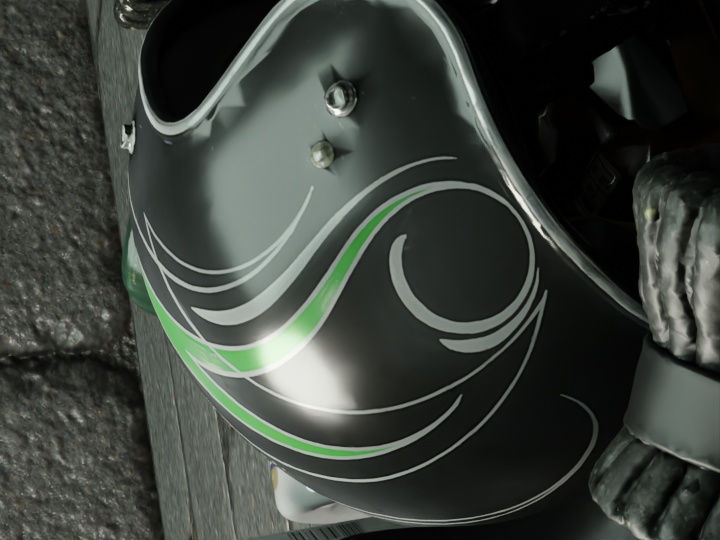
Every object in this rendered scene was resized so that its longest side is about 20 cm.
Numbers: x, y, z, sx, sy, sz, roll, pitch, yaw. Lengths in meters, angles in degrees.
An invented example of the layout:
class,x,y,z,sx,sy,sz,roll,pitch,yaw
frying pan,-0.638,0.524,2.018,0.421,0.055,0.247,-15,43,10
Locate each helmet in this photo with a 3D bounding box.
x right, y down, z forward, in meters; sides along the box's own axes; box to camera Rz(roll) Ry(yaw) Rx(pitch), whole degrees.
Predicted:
class,x,y,z,sx,sy,sz,roll,pitch,yaw
helmet,0.026,-0.019,0.784,0.190,0.199,0.201,-30,63,45

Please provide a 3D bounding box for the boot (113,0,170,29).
class,x,y,z,sx,sy,sz,roll,pitch,yaw
boot,-0.043,-0.119,1.253,0.080,0.157,0.212,-109,16,-49

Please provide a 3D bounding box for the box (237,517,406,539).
class,x,y,z,sx,sy,sz,roll,pitch,yaw
box,0.028,0.139,1.038,0.200,0.155,0.041,-149,51,-76

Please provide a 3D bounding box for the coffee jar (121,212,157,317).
class,x,y,z,sx,sy,sz,roll,pitch,yaw
coffee jar,0.000,0.000,1.053,0.199,0.085,0.105,24,103,37

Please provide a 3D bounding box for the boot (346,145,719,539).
class,x,y,z,sx,sy,sz,roll,pitch,yaw
boot,0.068,0.047,0.647,0.080,0.210,0.159,-64,-30,-61

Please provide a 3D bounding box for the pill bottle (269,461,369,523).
class,x,y,z,sx,sy,sz,roll,pitch,yaw
pill bottle,0.006,0.007,1.176,0.120,0.119,0.201,124,138,-74
